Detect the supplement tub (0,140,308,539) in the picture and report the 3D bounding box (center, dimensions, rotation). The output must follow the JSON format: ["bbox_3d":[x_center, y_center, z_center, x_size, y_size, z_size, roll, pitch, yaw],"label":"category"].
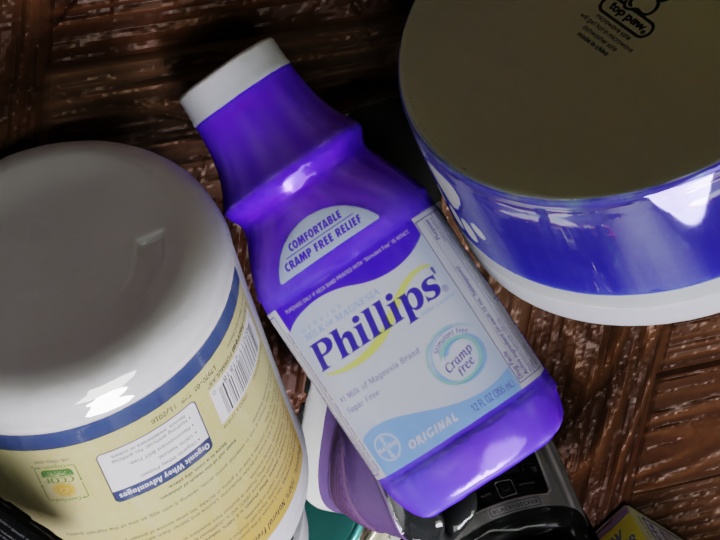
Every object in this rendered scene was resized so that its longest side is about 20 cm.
[{"bbox_3d":[-0.102,0.061,1.180,0.144,0.145,0.200,-25,137,-7],"label":"supplement tub"}]

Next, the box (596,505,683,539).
[{"bbox_3d":[0.154,0.247,1.536,0.176,0.097,0.200,-43,136,13],"label":"box"}]

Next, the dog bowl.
[{"bbox_3d":[0.119,-0.080,1.137,0.200,0.200,0.079,-31,136,0],"label":"dog bowl"}]

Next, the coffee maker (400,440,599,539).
[{"bbox_3d":[0.079,0.204,1.376,0.134,0.200,0.192,7,123,-32],"label":"coffee maker"}]

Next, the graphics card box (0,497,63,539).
[{"bbox_3d":[-0.206,0.160,1.077,0.125,0.051,0.200,35,88,-6],"label":"graphics card box"}]

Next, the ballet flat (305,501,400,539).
[{"bbox_3d":[0.010,0.097,1.338,0.069,0.070,0.200,18,119,-40],"label":"ballet flat"}]

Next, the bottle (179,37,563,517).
[{"bbox_3d":[0.000,0.000,1.159,0.083,0.200,0.065,-33,-179,10],"label":"bottle"}]

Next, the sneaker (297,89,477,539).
[{"bbox_3d":[0.028,0.022,1.228,0.076,0.087,0.201,-20,120,-41],"label":"sneaker"}]
